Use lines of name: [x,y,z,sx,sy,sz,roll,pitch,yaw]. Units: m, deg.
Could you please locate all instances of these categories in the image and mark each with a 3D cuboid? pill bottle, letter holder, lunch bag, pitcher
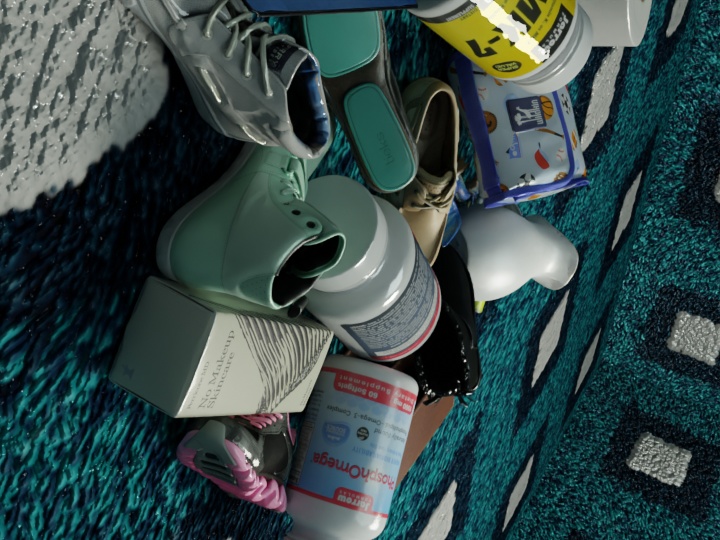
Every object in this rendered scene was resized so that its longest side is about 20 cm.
pill bottle: [-0.015,0.195,0.806,0.109,0.106,0.204,44,59,-65]
letter holder: [0.029,0.151,0.953,0.200,0.099,0.145,-44,145,-43]
pill bottle: [0.000,0.000,0.734,0.121,0.118,0.200,-63,156,-12]
lunch bag: [0.175,-0.163,0.914,0.199,0.122,0.174,-12,87,-57]
pill bottle: [0.129,-0.247,0.742,0.198,0.113,0.117,19,93,-46]
pitcher: [0.170,-0.043,1.073,0.197,0.173,0.122,-4,136,-38]

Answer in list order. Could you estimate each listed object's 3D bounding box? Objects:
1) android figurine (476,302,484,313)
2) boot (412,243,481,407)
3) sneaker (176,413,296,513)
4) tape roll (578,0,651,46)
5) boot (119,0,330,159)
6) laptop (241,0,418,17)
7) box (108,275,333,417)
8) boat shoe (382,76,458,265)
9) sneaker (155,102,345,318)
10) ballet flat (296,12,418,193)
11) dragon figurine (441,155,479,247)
android figurine: [0.193,-0.029,1.231,0.181,0.040,0.204,-7,118,-64]
boot: [0.087,0.051,0.889,0.162,0.072,0.203,27,51,-73]
sneaker: [-0.098,0.148,0.718,0.201,0.077,0.097,77,35,-64]
tape roll: [0.251,-0.357,0.907,0.202,0.136,0.208,-31,125,-59]
boot: [-0.073,-0.145,0.484,0.074,0.094,0.201,-60,155,-17]
laptop: [-0.036,-0.259,0.443,0.186,0.114,0.204,-30,136,-56]
box: [-0.099,0.064,0.636,0.084,0.067,0.199,-68,157,2]
boat shoe: [0.063,-0.090,0.824,0.065,0.070,0.205,-127,-144,-67]
sneaker: [-0.045,-0.048,0.599,0.201,0.116,0.075,-53,151,-33]
ballet flat: [-0.006,-0.158,0.643,0.069,0.067,0.204,-105,178,-66]
dragon figurine: [0.085,-0.069,0.934,0.202,0.058,0.100,-56,154,-25]
